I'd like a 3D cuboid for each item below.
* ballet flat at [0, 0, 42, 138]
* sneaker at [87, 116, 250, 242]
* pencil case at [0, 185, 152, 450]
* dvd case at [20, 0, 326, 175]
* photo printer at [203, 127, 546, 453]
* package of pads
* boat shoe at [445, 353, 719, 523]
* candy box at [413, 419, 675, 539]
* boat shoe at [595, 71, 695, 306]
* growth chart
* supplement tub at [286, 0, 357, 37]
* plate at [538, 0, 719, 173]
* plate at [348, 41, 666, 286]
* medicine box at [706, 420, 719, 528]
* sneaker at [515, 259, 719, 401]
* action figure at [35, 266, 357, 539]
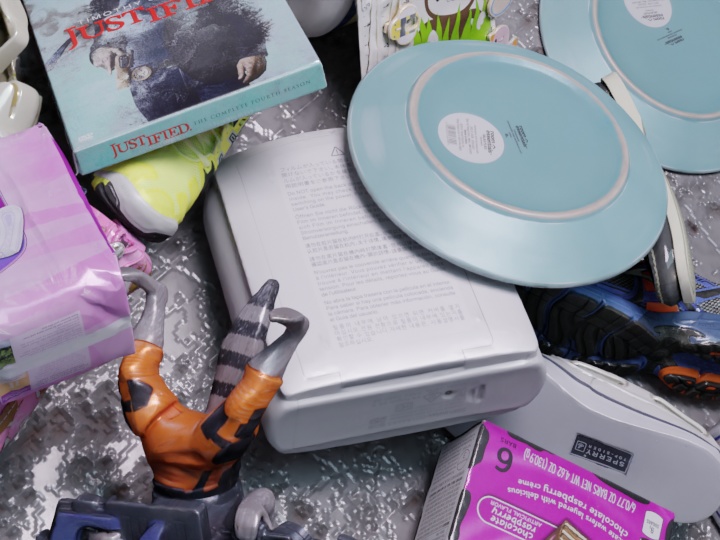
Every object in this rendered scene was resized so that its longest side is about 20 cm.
[{"bbox_3d":[-0.216,-0.110,0.996,0.075,0.064,0.202,25,47,-59],"label":"ballet flat"},{"bbox_3d":[-0.100,-0.095,1.006,0.075,0.076,0.201,43,34,-21],"label":"sneaker"},{"bbox_3d":[-0.193,0.046,0.921,0.082,0.087,0.201,27,57,11],"label":"pencil case"},{"bbox_3d":[-0.115,-0.139,1.005,0.145,0.022,0.201,-20,40,-6],"label":"dvd case"},{"bbox_3d":[0.000,0.000,1.014,0.165,0.070,0.201,-10,53,-15],"label":"photo printer"},{"bbox_3d":[-0.219,0.017,0.842,0.199,0.076,0.121,-23,56,-16],"label":"package of pads"},{"bbox_3d":[0.131,0.087,1.061,0.198,0.073,0.066,19,18,6],"label":"boat shoe"},{"bbox_3d":[0.088,0.204,0.977,0.136,0.061,0.201,26,61,-13],"label":"candy box"},{"bbox_3d":[0.166,-0.045,1.113,0.067,0.072,0.201,-20,43,3],"label":"boat shoe"},{"bbox_3d":[0.048,-0.161,1.095,0.144,0.201,0.018,-34,47,-26],"label":"growth chart"},{"bbox_3d":[0.013,-0.245,1.130,0.199,0.144,0.145,-26,77,-32],"label":"supplement tub"},{"bbox_3d":[0.221,-0.164,1.255,0.198,0.026,0.202,10,62,-19],"label":"plate"},{"bbox_3d":[0.091,-0.074,1.029,0.198,0.026,0.201,10,48,-11],"label":"plate"},{"bbox_3d":[0.319,0.143,1.047,0.102,0.182,0.201,-25,77,-32],"label":"medicine box"},{"bbox_3d":[0.172,0.026,1.118,0.198,0.075,0.079,16,46,-22],"label":"sneaker"},{"bbox_3d":[-0.058,0.109,0.892,0.198,0.195,0.104,10,11,21],"label":"action figure"}]
